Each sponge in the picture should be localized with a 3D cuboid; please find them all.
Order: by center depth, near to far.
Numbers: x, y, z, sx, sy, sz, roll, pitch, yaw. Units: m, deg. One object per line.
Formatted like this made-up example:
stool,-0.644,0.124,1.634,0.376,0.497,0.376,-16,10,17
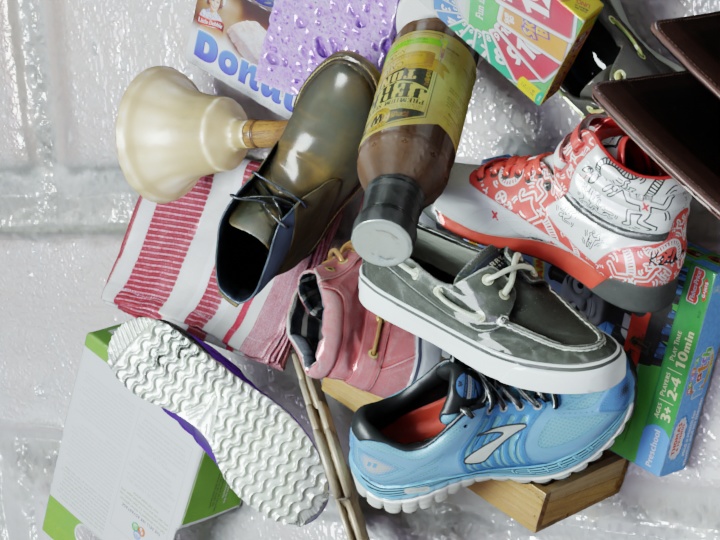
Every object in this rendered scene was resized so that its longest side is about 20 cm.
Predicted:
sponge,-0.004,-0.216,1.596,0.111,0.030,0.201,24,106,35

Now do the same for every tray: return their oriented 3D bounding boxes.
tray,0.079,0.106,1.566,0.200,0.098,0.037,33,122,32

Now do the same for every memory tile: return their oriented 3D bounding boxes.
memory tile,-0.013,0.152,1.609,0.200,0.017,0.154,-113,6,-70

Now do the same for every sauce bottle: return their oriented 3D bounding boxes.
sauce bottle,0.033,-0.084,1.466,0.064,0.200,0.065,7,133,7

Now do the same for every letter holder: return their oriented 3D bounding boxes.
letter holder,0.255,-0.089,1.337,0.200,0.142,0.101,45,126,25

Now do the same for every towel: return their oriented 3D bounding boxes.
towel,-0.108,-0.017,1.721,0.199,0.023,0.145,18,86,39

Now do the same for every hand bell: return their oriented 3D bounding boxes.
hand bell,-0.072,-0.098,1.647,0.199,0.104,0.105,3,102,37

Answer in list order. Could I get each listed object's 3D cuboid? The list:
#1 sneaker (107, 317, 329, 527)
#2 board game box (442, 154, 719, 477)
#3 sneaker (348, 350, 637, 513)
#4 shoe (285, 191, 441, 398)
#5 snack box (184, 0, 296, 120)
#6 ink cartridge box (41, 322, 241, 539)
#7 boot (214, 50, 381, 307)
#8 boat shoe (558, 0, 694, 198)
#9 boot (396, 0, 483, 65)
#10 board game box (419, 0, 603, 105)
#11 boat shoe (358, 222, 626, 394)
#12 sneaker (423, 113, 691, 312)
sneaker,-0.094,0.107,1.675,0.200,0.100,0.070,44,94,8
board game box,0.150,0.028,1.528,0.200,0.037,0.152,28,117,35
sneaker,0.085,0.094,1.461,0.090,0.199,0.079,69,-179,-51
shoe,0.000,0.000,1.560,0.072,0.091,0.201,125,151,-42
snack box,-0.049,-0.151,1.673,0.200,0.024,0.072,32,121,32
ink cartridge box,-0.170,0.161,1.817,0.148,0.076,0.201,35,122,30
boot,-0.042,-0.057,1.558,0.075,0.097,0.200,30,135,7
boat shoe,0.162,-0.125,1.467,0.202,0.060,0.072,55,128,18
boot,0.079,-0.220,1.522,0.073,0.091,0.200,26,146,8
board game box,0.061,-0.201,1.441,0.200,0.030,0.096,45,149,12
boat shoe,0.081,0.019,1.444,0.199,0.071,0.064,22,126,28
sneaker,0.125,-0.060,1.454,0.201,0.067,0.108,27,125,29
